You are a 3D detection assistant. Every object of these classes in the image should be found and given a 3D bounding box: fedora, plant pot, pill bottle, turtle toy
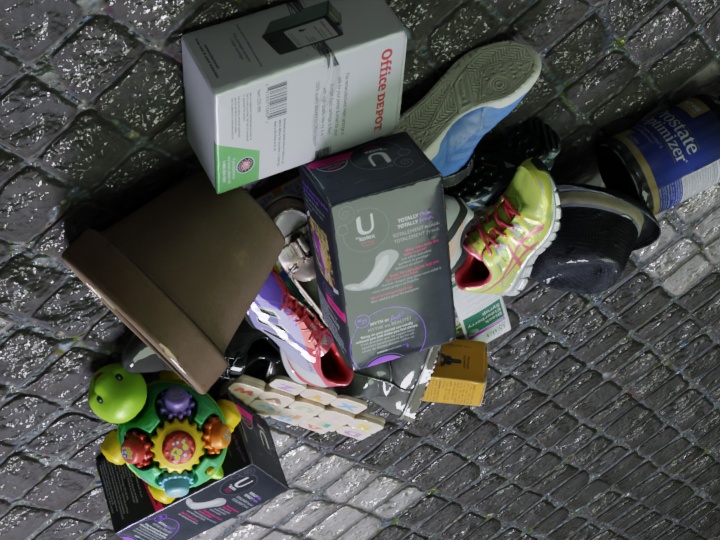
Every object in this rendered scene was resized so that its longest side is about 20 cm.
[{"bbox_3d":[0.266,-0.029,1.785,0.198,0.092,0.201,13,158,6],"label":"fedora"},{"bbox_3d":[-0.170,-0.004,1.467,0.175,0.200,0.201,-45,150,-9],"label":"plant pot"},{"bbox_3d":[0.404,-0.150,1.812,0.198,0.112,0.112,-27,148,-9],"label":"pill bottle"},{"bbox_3d":[-0.233,0.181,1.691,0.200,0.101,0.146,41,87,-16],"label":"turtle toy"}]

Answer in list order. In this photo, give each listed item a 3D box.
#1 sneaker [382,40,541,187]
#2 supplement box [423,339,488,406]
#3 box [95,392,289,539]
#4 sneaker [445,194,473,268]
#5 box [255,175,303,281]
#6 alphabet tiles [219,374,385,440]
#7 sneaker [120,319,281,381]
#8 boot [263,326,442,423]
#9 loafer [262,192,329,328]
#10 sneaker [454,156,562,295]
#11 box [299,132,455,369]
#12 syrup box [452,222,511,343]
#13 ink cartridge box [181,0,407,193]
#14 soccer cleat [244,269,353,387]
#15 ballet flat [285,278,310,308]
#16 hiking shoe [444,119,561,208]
[{"bbox_3d":[0.113,-0.162,1.583,0.199,0.077,0.111,-40,159,-7],"label":"sneaker"},{"bbox_3d":[0.061,0.123,1.847,0.197,0.067,0.069,5,143,2],"label":"supplement box"},{"bbox_3d":[-0.210,0.255,1.819,0.198,0.107,0.122,-27,150,9],"label":"box"},{"bbox_3d":[0.074,0.000,1.645,0.079,0.074,0.201,-8,135,-30],"label":"sneaker"},{"bbox_3d":[-0.035,-0.068,1.614,0.198,0.042,0.119,-27,148,-3],"label":"box"},{"bbox_3d":[-0.073,0.170,1.805,0.198,0.015,0.196,18,160,-14],"label":"alphabet tiles"},{"bbox_3d":[-0.173,0.085,1.657,0.198,0.091,0.076,-16,147,-22],"label":"sneaker"},{"bbox_3d":[-0.005,0.088,1.762,0.073,0.198,0.184,-66,176,-72],"label":"boot"},{"bbox_3d":[-0.047,-0.004,1.579,0.071,0.063,0.201,-28,138,1],"label":"loafer"},{"bbox_3d":[0.163,-0.042,1.657,0.089,0.078,0.201,-7,135,-26],"label":"sneaker"},{"bbox_3d":[0.019,-0.020,1.489,0.121,0.106,0.202,-16,125,-13],"label":"box"},{"bbox_3d":[0.128,0.020,1.836,0.078,0.082,0.201,-28,147,-3],"label":"syrup box"},{"bbox_3d":[-0.064,-0.176,1.396,0.198,0.084,0.147,-20,147,-19],"label":"ink cartridge box"},{"bbox_3d":[-0.070,0.062,1.622,0.069,0.073,0.201,-60,142,-27],"label":"soccer cleat"},{"bbox_3d":[0.000,0.000,1.707,0.198,0.071,0.068,-19,145,-21],"label":"ballet flat"},{"bbox_3d":[0.147,-0.097,1.696,0.198,0.075,0.087,-23,147,-15],"label":"hiking shoe"}]
